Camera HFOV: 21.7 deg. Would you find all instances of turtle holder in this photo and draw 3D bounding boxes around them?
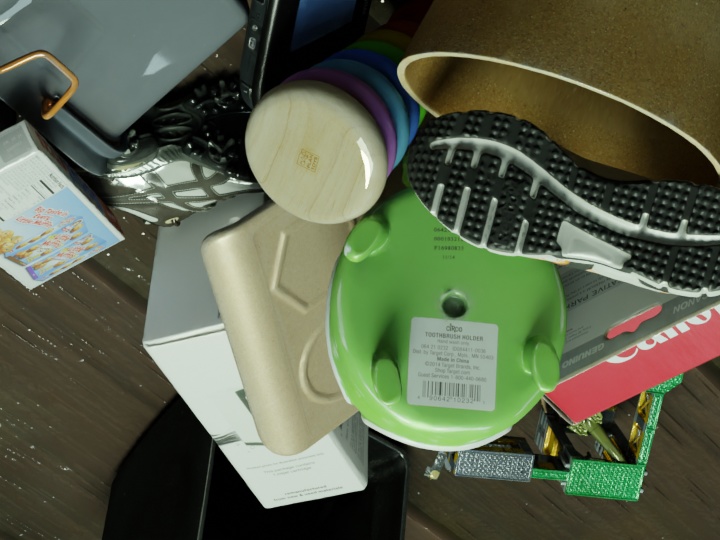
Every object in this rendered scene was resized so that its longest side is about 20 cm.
[{"bbox_3d":[0.038,0.015,1.095,0.141,0.186,0.132,-24,169,-14],"label":"turtle holder"}]

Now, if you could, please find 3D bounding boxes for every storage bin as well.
[{"bbox_3d":[-0.162,-0.169,1.063,0.134,0.146,0.200,-34,131,16],"label":"storage bin"}]

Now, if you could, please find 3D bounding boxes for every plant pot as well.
[{"bbox_3d":[0.142,-0.165,1.025,0.186,0.201,0.186,21,170,4],"label":"plant pot"},{"bbox_3d":[-0.097,0.218,1.453,0.199,0.201,0.177,31,138,-32],"label":"plant pot"}]

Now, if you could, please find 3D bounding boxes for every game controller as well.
[{"bbox_3d":[-0.019,-0.184,1.067,0.104,0.042,0.200,-24,140,-41],"label":"game controller"}]

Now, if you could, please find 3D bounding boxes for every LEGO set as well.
[{"bbox_3d":[0.137,0.088,1.407,0.199,0.116,0.154,-1,108,-9],"label":"LEGO set"}]

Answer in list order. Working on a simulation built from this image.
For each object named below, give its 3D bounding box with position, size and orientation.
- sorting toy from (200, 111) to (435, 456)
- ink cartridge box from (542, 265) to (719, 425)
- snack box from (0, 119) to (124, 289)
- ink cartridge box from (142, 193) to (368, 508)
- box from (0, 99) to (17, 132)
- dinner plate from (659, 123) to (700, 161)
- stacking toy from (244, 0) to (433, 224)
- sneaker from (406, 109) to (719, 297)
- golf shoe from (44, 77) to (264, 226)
[{"bbox_3d":[0.000,0.000,1.189,0.200,0.036,0.186,-32,131,-21],"label":"sorting toy"},{"bbox_3d":[0.188,0.005,1.155,0.200,0.176,0.084,-29,124,30],"label":"ink cartridge box"},{"bbox_3d":[-0.199,-0.035,1.123,0.072,0.024,0.200,-29,165,-1],"label":"snack box"},{"bbox_3d":[-0.065,0.045,1.288,0.084,0.146,0.200,-13,136,17],"label":"ink cartridge box"},{"bbox_3d":[-0.315,-0.100,1.062,0.200,0.079,0.141,28,125,-36],"label":"box"},{"bbox_3d":[0.217,-0.133,1.073,0.024,0.201,0.200,23,131,-31],"label":"dinner plate"},{"bbox_3d":[0.012,-0.109,1.100,0.085,0.200,0.086,14,125,20],"label":"stacking toy"},{"bbox_3d":[0.119,-0.029,1.021,0.199,0.074,0.080,22,178,15],"label":"sneaker"},{"bbox_3d":[-0.104,-0.073,1.220,0.199,0.078,0.095,5,149,-1],"label":"golf shoe"}]
